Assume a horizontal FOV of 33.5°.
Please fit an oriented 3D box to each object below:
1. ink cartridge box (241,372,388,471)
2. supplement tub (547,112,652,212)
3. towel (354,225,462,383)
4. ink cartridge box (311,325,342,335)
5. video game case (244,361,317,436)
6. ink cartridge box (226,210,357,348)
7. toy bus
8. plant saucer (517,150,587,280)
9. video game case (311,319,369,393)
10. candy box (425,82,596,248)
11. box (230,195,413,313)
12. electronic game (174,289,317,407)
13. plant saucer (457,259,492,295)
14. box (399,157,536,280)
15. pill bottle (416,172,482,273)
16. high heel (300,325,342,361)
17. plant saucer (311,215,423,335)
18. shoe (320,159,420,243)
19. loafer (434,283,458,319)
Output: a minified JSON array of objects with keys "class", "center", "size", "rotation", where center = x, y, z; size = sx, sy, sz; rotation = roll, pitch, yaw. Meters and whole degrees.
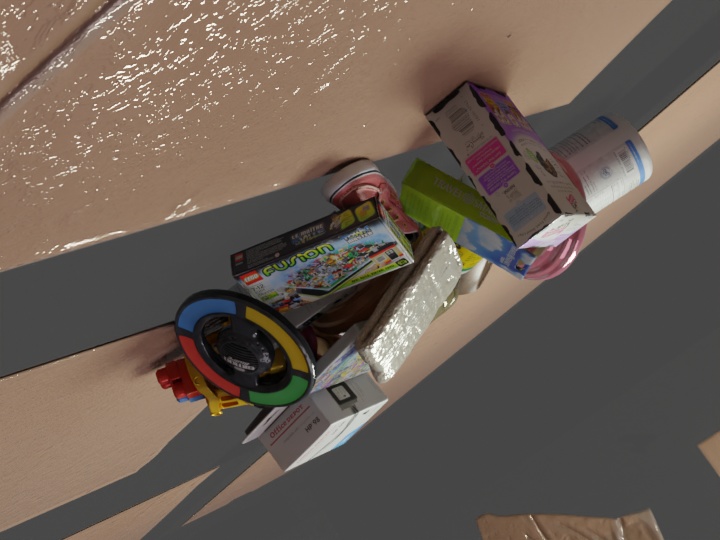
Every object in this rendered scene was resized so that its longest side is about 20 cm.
[{"class":"ink cartridge box","center":[-0.063,0.213,1.688],"size":[0.116,0.067,0.200],"rotation":[-47,163,28]},{"class":"supplement tub","center":[0.361,-0.156,1.956],"size":[0.200,0.132,0.132],"rotation":[-32,167,-5]},{"class":"towel","center":[0.064,0.044,1.561],"size":[0.200,0.034,0.133],"rotation":[-55,154,-13]},{"class":"ink cartridge box","center":[-0.015,0.036,1.842],"size":[0.200,0.083,0.147],"rotation":[-21,163,-43]},{"class":"video game case","center":[-0.063,0.163,1.709],"size":[0.200,0.019,0.143],"rotation":[-21,156,-48]},{"class":"ink cartridge box","center":[-0.081,0.019,1.579],"size":[0.200,0.100,0.039],"rotation":[-35,165,11]},{"class":"toy bus","center":[-0.194,0.130,1.695],"size":[0.192,0.136,0.200],"rotation":[-15,162,-10]},{"class":"plant saucer","center":[0.255,-0.084,1.823],"size":[0.051,0.201,0.201],"rotation":[-4,151,-39]},{"class":"video game case","center":[0.002,0.108,1.633],"size":[0.143,0.018,0.200],"rotation":[-46,164,26]},{"class":"candy box","center":[0.189,-0.126,1.478],"size":[0.072,0.200,0.168],"rotation":[-39,166,21]},{"class":"box","center":[-0.047,-0.014,1.473],"size":[0.200,0.035,0.110],"rotation":[-22,143,15]},{"class":"electronic game","center":[-0.148,0.102,1.532],"size":[0.200,0.200,0.042],"rotation":[-48,-171,48]},{"class":"plant saucer","center":[0.217,-0.043,2.022],"size":[0.200,0.032,0.200],"rotation":[-60,169,-19]},{"class":"box","center":[0.148,-0.067,1.605],"size":[0.048,0.200,0.122],"rotation":[-59,173,-14]},{"class":"pill bottle","center":[0.178,-0.089,1.790],"size":[0.113,0.113,0.200],"rotation":[-21,163,-45]},{"class":"high heel","center":[-0.049,0.102,1.702],"size":[0.096,0.067,0.200],"rotation":[-16,158,-2]},{"class":"plant saucer","center":[0.000,0.000,1.641],"size":[0.200,0.032,0.200],"rotation":[-35,-152,22]},{"class":"shoe","center":[0.020,-0.075,1.495],"size":[0.071,0.091,0.200],"rotation":[-36,167,11]},{"class":"loafer","center":[0.065,0.079,1.856],"size":[0.200,0.076,0.067],"rotation":[-49,161,22]}]
